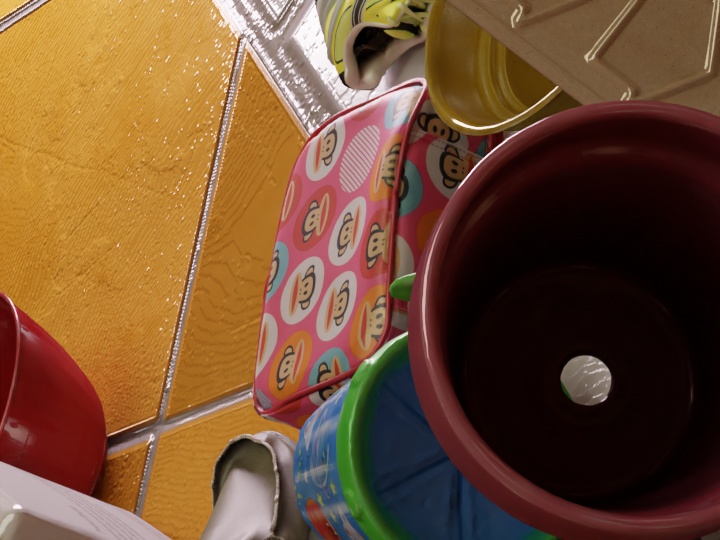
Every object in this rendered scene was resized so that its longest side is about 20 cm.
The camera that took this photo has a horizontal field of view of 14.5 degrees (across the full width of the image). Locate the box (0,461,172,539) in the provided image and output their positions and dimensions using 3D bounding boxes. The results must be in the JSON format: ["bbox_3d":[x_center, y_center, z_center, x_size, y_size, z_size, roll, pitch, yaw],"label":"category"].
[{"bbox_3d":[-0.213,0.234,1.740,0.199,0.171,0.200,23,88,62],"label":"box"}]

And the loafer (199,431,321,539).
[{"bbox_3d":[-0.063,0.166,1.651,0.075,0.070,0.200,-47,33,29],"label":"loafer"}]

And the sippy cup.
[{"bbox_3d":[0.030,0.102,1.499,0.178,0.140,0.130,-51,12,-23],"label":"sippy cup"}]

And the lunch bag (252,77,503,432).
[{"bbox_3d":[0.000,0.000,1.664,0.176,0.082,0.201,-25,48,51],"label":"lunch bag"}]

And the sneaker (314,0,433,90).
[{"bbox_3d":[0.041,-0.187,1.764,0.200,0.075,0.077,-52,37,46],"label":"sneaker"}]

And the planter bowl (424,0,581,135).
[{"bbox_3d":[0.128,-0.151,1.567,0.200,0.083,0.201,-40,37,38],"label":"planter bowl"}]

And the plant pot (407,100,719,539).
[{"bbox_3d":[0.115,0.038,1.327,0.179,0.199,0.201,115,172,-75],"label":"plant pot"}]

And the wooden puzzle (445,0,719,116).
[{"bbox_3d":[0.158,-0.165,1.438,0.185,0.200,0.046,-52,-13,2],"label":"wooden puzzle"}]

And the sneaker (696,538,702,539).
[{"bbox_3d":[0.084,0.198,1.375,0.146,0.077,0.203,30,95,59],"label":"sneaker"}]

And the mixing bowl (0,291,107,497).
[{"bbox_3d":[-0.244,0.125,1.944,0.200,0.108,0.201,-40,36,38],"label":"mixing bowl"}]
